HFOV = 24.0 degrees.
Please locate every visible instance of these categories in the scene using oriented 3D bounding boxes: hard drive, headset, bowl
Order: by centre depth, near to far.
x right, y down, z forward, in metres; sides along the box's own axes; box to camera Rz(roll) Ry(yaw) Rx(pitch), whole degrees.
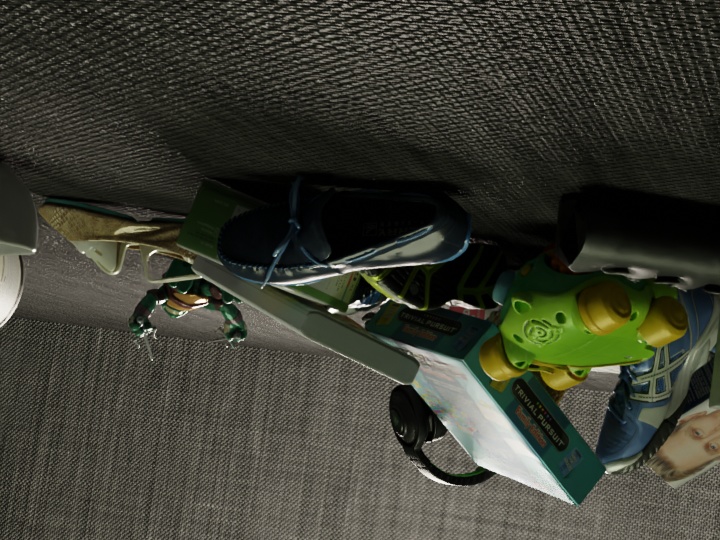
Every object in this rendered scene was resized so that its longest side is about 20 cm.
[{"bbox_3d":[-0.383,-0.063,1.435,0.200,0.075,0.200,12,172,-32],"label":"bowl"},{"bbox_3d":[-0.051,0.040,1.504,0.132,0.026,0.200,28,179,-36],"label":"hard drive"},{"bbox_3d":[0.073,0.124,1.709,0.200,0.123,0.094,57,158,-12],"label":"headset"}]

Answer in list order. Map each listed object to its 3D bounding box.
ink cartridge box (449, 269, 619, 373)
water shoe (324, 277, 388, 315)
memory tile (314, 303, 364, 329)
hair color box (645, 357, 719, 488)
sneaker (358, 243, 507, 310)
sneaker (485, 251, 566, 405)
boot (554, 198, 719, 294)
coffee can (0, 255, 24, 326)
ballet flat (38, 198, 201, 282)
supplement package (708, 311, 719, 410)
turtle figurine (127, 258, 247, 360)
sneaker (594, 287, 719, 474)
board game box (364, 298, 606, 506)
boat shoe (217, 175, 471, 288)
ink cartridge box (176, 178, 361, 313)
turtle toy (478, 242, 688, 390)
[{"bbox_3d":[0.208,0.051,1.663,0.200,0.083,0.146,3,171,40],"label":"ink cartridge box"},{"bbox_3d":[0.000,0.000,1.637,0.079,0.072,0.200,-15,176,3],"label":"water shoe"},{"bbox_3d":[-0.051,0.037,1.792,0.200,0.017,0.153,36,-175,29],"label":"memory tile"},{"bbox_3d":[0.349,0.119,1.607,0.200,0.061,0.100,-34,132,20],"label":"hair color box"},{"bbox_3d":[0.046,0.000,1.456,0.076,0.075,0.200,3,170,37],"label":"sneaker"},{"bbox_3d":[0.140,0.058,1.547,0.090,0.075,0.200,20,135,23],"label":"sneaker"},{"bbox_3d":[0.242,-0.016,1.148,0.200,0.066,0.165,13,172,-6],"label":"boot"},{"bbox_3d":[-0.423,-0.005,1.684,0.146,0.147,0.200,8,174,-1],"label":"coffee can"},{"bbox_3d":[-0.212,-0.024,1.612,0.200,0.065,0.071,8,174,4],"label":"ballet flat"},{"bbox_3d":[0.400,0.067,1.389,0.200,0.121,0.120,8,174,1],"label":"supplement package"},{"bbox_3d":[-0.204,0.037,2.012,0.150,0.101,0.200,-5,163,-21],"label":"turtle figurine"},{"bbox_3d":[0.258,0.090,1.535,0.077,0.200,0.076,23,-173,-26],"label":"sneaker"},{"bbox_3d":[0.112,0.114,1.519,0.151,0.047,0.200,16,149,55],"label":"board game box"},{"bbox_3d":[-0.019,-0.038,1.264,0.200,0.084,0.069,-11,160,18],"label":"boat shoe"},{"bbox_3d":[-0.060,-0.014,1.419,0.104,0.059,0.200,22,179,21],"label":"ink cartridge box"},{"bbox_3d":[0.191,0.029,1.397,0.200,0.101,0.146,11,150,-43],"label":"turtle toy"}]
